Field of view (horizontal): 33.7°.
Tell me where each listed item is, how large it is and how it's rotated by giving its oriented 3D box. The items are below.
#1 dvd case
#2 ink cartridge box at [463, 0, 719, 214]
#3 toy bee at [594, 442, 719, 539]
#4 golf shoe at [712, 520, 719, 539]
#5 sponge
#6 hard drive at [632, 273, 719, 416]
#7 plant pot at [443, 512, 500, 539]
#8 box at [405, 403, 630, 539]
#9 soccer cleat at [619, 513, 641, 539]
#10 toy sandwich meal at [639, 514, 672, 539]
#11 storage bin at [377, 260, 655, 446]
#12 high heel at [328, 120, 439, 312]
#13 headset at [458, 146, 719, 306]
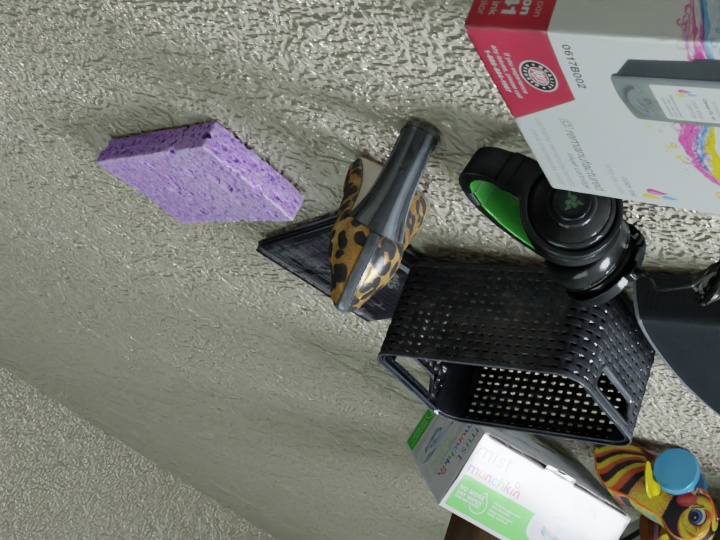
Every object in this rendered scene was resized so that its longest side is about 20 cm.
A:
[{"bbox_3d":[0.000,0.000,1.134,0.148,0.016,0.200,33,160,-21],"label":"dvd case"},{"bbox_3d":[0.169,-0.095,0.559,0.199,0.086,0.148,14,158,35],"label":"ink cartridge box"},{"bbox_3d":[0.319,0.238,1.209,0.131,0.109,0.199,40,157,-32],"label":"toy bee"},{"bbox_3d":[0.445,0.314,1.295,0.088,0.078,0.199,-23,149,32],"label":"golf shoe"},{"bbox_3d":[-0.150,-0.085,1.086,0.111,0.030,0.199,39,157,-32],"label":"sponge"},{"bbox_3d":[0.296,0.071,0.896,0.134,0.043,0.200,5,152,47],"label":"hard drive"},{"bbox_3d":[0.193,0.353,1.535,0.199,0.200,0.201,22,161,8],"label":"plant pot"},{"bbox_3d":[0.170,0.229,1.310,0.199,0.097,0.177,31,-174,-16],"label":"box"},{"bbox_3d":[0.379,0.340,1.474,0.198,0.086,0.069,2,142,-1],"label":"soccer cleat"},{"bbox_3d":[0.390,0.347,1.336,0.205,0.206,0.070,35,115,-25],"label":"toy sandwich meal"},{"bbox_3d":[0.132,0.068,1.000,0.199,0.094,0.135,3,151,38],"label":"storage bin"},{"bbox_3d":[0.000,-0.015,0.896,0.071,0.143,0.200,25,161,0],"label":"high heel"},{"bbox_3d":[0.158,-0.034,0.793,0.199,0.094,0.124,32,172,36],"label":"headset"}]
